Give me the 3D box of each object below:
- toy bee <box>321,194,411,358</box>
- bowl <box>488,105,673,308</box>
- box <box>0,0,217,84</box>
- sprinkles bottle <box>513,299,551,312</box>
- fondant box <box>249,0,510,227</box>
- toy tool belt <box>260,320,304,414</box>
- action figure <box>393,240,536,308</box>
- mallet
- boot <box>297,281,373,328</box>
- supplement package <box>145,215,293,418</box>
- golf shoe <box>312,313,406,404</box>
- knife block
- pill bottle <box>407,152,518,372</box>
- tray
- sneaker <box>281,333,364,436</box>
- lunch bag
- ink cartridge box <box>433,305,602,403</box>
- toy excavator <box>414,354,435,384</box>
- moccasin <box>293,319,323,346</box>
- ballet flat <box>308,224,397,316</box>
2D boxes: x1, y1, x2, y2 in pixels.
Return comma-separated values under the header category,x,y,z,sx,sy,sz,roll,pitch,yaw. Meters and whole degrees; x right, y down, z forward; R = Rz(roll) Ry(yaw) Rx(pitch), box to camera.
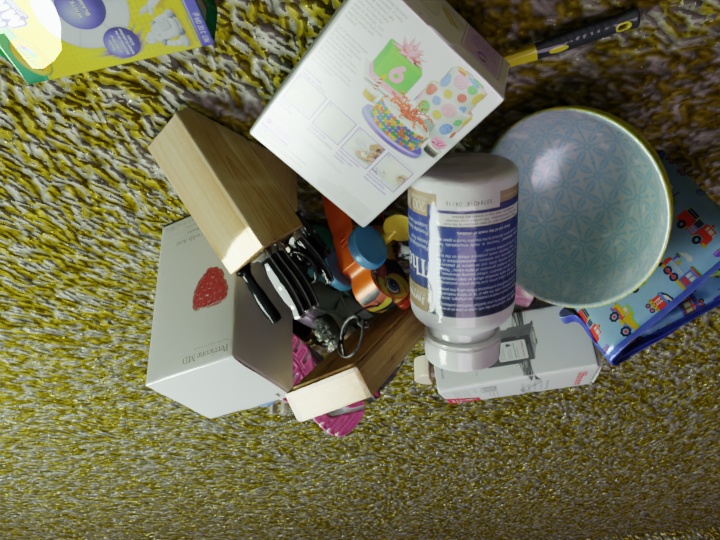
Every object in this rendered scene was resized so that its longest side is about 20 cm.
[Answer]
category,x,y,z,sx,sy,sz,roll,pitch,yaw
toy bee,0.010,0.002,0.766,0.107,0.206,0.129,16,164,-37
bowl,0.230,-0.076,0.729,0.199,0.202,0.107,-37,177,41
box,-0.224,-0.216,0.545,0.194,0.049,0.118,-8,146,9
sprinkles bottle,0.246,0.048,0.976,0.195,0.070,0.068,-16,146,18
fondant box,0.012,-0.149,0.616,0.143,0.059,0.199,38,134,-15
toy tool belt,-0.141,0.161,1.054,0.121,0.126,0.201,5,146,-13
action figure,0.129,-0.025,0.854,0.195,0.150,0.137,12,125,10
mallet,0.153,-0.189,0.639,0.194,0.042,0.066,-12,145,5
boot,-0.009,0.032,0.936,0.197,0.075,0.096,16,134,-37
supplement package,-0.155,0.044,0.804,0.119,0.204,0.120,-18,145,20
golf shoe,0.000,0.096,0.920,0.088,0.077,0.201,-39,146,-4
knife block,-0.117,-0.042,0.700,0.197,0.179,0.063,24,138,-36
pill bottle,0.103,-0.007,0.708,0.108,0.111,0.205,-3,111,-1
tray,0.008,0.090,0.769,0.097,0.200,0.038,-26,97,32
sneaker,-0.085,0.138,0.933,0.082,0.088,0.200,-46,112,-6
lunch bag,0.306,-0.002,0.778,0.198,0.152,0.094,-37,138,14
ink cartridge box,0.197,0.110,0.899,0.194,0.086,0.145,-11,161,10
toy excavator,0.195,0.146,1.108,0.189,0.103,0.201,4,155,-10
moccasin,-0.077,0.071,0.966,0.073,0.079,0.200,-25,141,29
ballet flat,0.000,0.000,0.866,0.197,0.071,0.067,29,126,-21
